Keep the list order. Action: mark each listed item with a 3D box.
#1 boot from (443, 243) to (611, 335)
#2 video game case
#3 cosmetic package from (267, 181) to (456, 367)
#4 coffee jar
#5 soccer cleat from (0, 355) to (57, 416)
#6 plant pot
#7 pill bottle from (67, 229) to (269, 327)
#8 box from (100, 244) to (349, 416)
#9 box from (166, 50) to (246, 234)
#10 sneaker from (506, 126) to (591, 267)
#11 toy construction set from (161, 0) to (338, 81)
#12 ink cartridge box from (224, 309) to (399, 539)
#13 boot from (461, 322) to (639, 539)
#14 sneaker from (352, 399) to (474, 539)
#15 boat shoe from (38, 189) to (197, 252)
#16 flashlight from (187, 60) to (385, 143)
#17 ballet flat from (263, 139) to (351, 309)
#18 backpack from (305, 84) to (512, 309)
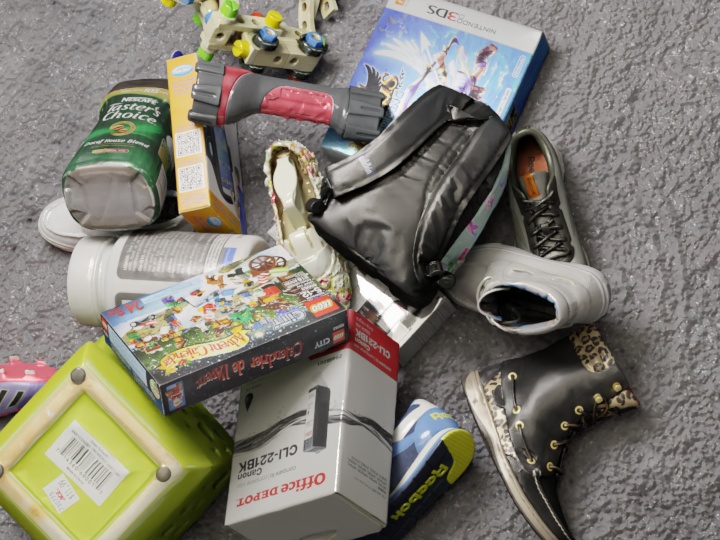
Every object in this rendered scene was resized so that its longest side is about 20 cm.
[{"bbox_3d":[0.138,0.018,1.659,0.198,0.095,0.075,5,102,41],"label":"boot"},{"bbox_3d":[0.078,-0.184,1.807,0.180,0.045,0.202,20,78,23],"label":"video game case"},{"bbox_3d":[0.000,0.000,1.763,0.083,0.051,0.200,-46,66,-4],"label":"cosmetic package"},{"bbox_3d":[-0.242,-0.128,1.814,0.103,0.086,0.201,-2,33,10],"label":"coffee jar"},{"bbox_3d":[-0.413,0.140,1.838,0.197,0.067,0.077,-5,101,9],"label":"soccer cleat"},{"bbox_3d":[-0.250,0.188,1.668,0.200,0.181,0.199,44,90,5],"label":"plant pot"},{"bbox_3d":[-0.197,0.016,1.781,0.197,0.114,0.115,4,72,17],"label":"pill bottle"},{"bbox_3d":[-0.129,0.053,1.623,0.198,0.038,0.136,-22,38,-24],"label":"box"},{"bbox_3d":[-0.164,-0.135,1.821,0.041,0.119,0.202,-10,69,13],"label":"box"},{"bbox_3d":[0.180,-0.050,1.712,0.073,0.079,0.202,-15,72,9],"label":"sneaker"},{"bbox_3d":[-0.106,-0.273,1.849,0.198,0.093,0.132,-10,52,-28],"label":"toy construction set"},{"bbox_3d":[-0.045,0.159,1.654,0.143,0.084,0.202,-21,50,33],"label":"ink cartridge box"},{"bbox_3d":[0.198,0.156,1.641,0.149,0.073,0.201,-28,61,5],"label":"boot"},{"bbox_3d":[0.021,0.209,1.674,0.200,0.074,0.082,-43,49,5],"label":"sneaker"},{"bbox_3d":[-0.264,-0.058,1.851,0.197,0.069,0.073,6,73,18],"label":"boat shoe"},{"bbox_3d":[-0.076,-0.167,1.749,0.197,0.068,0.069,10,92,-6],"label":"flashlight"},{"bbox_3d":[-0.062,-0.044,1.735,0.075,0.064,0.202,-22,67,9],"label":"ballet flat"},{"bbox_3d":[0.061,-0.082,1.685,0.166,0.127,0.201,37,82,3],"label":"backpack"}]
